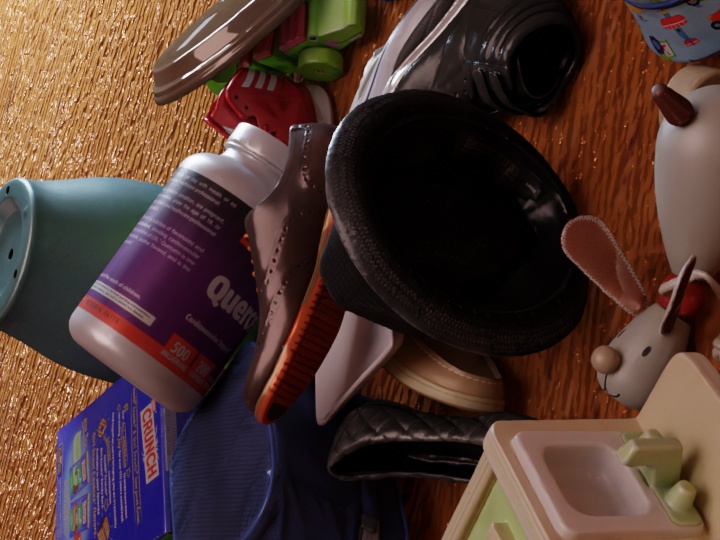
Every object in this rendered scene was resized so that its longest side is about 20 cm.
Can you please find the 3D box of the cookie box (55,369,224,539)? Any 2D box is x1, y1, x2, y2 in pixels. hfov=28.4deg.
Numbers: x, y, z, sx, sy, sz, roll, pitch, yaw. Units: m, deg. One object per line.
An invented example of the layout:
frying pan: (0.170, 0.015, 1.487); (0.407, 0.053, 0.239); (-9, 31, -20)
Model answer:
cookie box: (-0.192, 0.188, 1.247); (0.200, 0.075, 0.172); (-37, 49, 43)

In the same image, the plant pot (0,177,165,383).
plant pot: (-0.244, 0.001, 1.295); (0.200, 0.187, 0.202); (-27, 56, 48)

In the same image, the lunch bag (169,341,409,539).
lunch bag: (-0.044, 0.165, 0.989); (0.136, 0.132, 0.201); (-51, 29, 28)

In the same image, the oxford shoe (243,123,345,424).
oxford shoe: (-0.045, 0.000, 0.934); (0.072, 0.071, 0.201); (17, 80, 15)

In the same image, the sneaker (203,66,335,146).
sneaker: (-0.072, -0.081, 1.141); (0.078, 0.115, 0.201); (-49, 42, 33)

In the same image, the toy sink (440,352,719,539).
toy sink: (0.120, 0.154, 0.741); (0.131, 0.111, 0.201); (63, 142, 44)

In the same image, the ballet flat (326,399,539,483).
ballet flat: (0.067, 0.120, 0.883); (0.199, 0.067, 0.057); (2, 48, 40)

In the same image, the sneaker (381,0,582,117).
sneaker: (0.077, -0.119, 0.981); (0.201, 0.070, 0.099); (-55, 34, 21)

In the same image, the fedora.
fedora: (0.045, -0.014, 0.875); (0.092, 0.199, 0.202); (-41, 46, 43)

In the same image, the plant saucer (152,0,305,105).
plant saucer: (-0.107, -0.216, 1.227); (0.200, 0.030, 0.200); (-36, 19, 14)

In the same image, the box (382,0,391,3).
box: (-0.055, -0.326, 1.137); (0.105, 0.199, 0.184); (-57, 38, 27)

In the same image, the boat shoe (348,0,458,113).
boat shoe: (0.027, -0.140, 1.058); (0.201, 0.073, 0.067); (-60, 38, 21)

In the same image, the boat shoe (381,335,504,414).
boat shoe: (0.042, 0.032, 0.973); (0.200, 0.071, 0.065); (44, 114, 54)

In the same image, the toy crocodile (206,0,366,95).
toy crocodile: (-0.063, -0.194, 1.221); (0.199, 0.061, 0.068); (-14, 66, 52)

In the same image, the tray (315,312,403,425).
tray: (0.000, 0.000, 0.980); (0.107, 0.022, 0.201); (-49, 32, 43)

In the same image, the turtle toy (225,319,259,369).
turtle toy: (-0.118, -0.004, 1.188); (0.145, 0.101, 0.201); (-30, 54, 28)

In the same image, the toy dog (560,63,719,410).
toy dog: (0.172, -0.025, 0.786); (0.132, 0.096, 0.202); (-1, 76, 55)

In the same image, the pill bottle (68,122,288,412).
pill bottle: (-0.114, -0.005, 1.038); (0.201, 0.112, 0.112); (-55, 33, -9)

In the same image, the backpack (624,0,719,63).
backpack: (0.186, -0.230, 0.800); (0.182, 0.134, 0.201); (-28, 51, 47)
